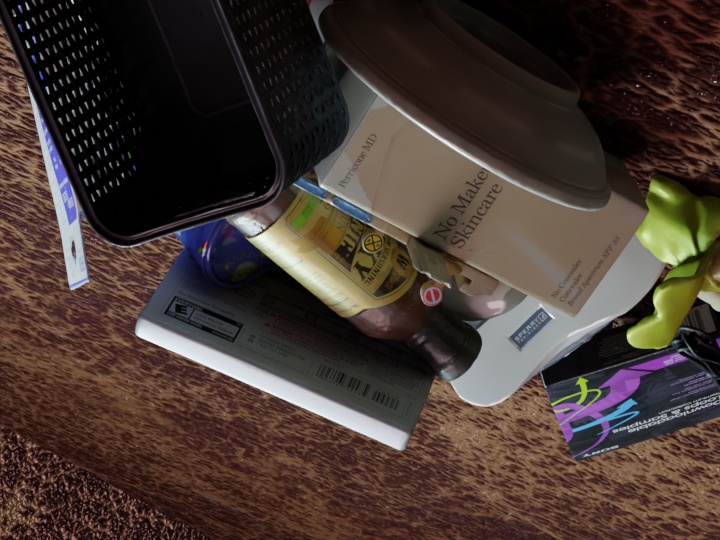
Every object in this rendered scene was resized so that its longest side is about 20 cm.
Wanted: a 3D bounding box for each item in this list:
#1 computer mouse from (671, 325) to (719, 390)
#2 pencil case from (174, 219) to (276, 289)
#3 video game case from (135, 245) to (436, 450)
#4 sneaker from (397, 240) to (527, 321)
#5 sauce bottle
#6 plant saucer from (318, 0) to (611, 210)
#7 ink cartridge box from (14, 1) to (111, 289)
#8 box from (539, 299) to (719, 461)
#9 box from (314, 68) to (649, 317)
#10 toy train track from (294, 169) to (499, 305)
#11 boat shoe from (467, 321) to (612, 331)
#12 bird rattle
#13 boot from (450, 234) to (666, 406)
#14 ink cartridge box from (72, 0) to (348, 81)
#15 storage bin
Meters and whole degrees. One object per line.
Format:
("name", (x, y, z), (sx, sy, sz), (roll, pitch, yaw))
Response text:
("computer mouse", (0.338, 0.081, 1.397), (0.198, 0.047, 0.140), (-4, 154, 32))
("pencil case", (-0.117, -0.078, 1.336), (0.200, 0.077, 0.087), (52, 139, 34))
("video game case", (-0.036, 0.029, 1.336), (0.198, 0.183, 0.022), (23, 125, 3))
("sneaker", (0.045, -0.033, 1.343), (0.200, 0.070, 0.081), (39, 164, 44))
("sauce bottle", (0.000, 0.000, 1.267), (0.200, 0.065, 0.064), (39, 158, -24))
("plant saucer", (0.071, -0.111, 1.101), (0.199, 0.050, 0.200), (31, -164, -10))
("ink cartridge box", (-0.197, -0.090, 1.313), (0.043, 0.202, 0.198), (-12, -179, -12))
("box", (0.223, 0.092, 1.531), (0.142, 0.036, 0.200), (-18, 156, 6))
("box", (0.073, -0.062, 1.215), (0.199, 0.095, 0.078), (25, -158, -20))
("toy train track", (-0.003, -0.028, 1.202), (0.199, 0.033, 0.115), (28, -160, -19))
("boat shoe", (0.106, 0.037, 1.570), (0.198, 0.072, 0.072), (15, 163, 21))
("bird rattle", (0.279, 0.001, 1.259), (0.198, 0.114, 0.163), (-1, 167, 24))
("boot", (0.149, 0.017, 1.390), (0.073, 0.200, 0.090), (52, -156, 2))
("ink cartridge box", (-0.094, -0.153, 1.206), (0.144, 0.086, 0.200), (18, 165, 13))
("storage bin", (-0.108, -0.131, 1.051), (0.134, 0.094, 0.202), (-15, 105, 29))
